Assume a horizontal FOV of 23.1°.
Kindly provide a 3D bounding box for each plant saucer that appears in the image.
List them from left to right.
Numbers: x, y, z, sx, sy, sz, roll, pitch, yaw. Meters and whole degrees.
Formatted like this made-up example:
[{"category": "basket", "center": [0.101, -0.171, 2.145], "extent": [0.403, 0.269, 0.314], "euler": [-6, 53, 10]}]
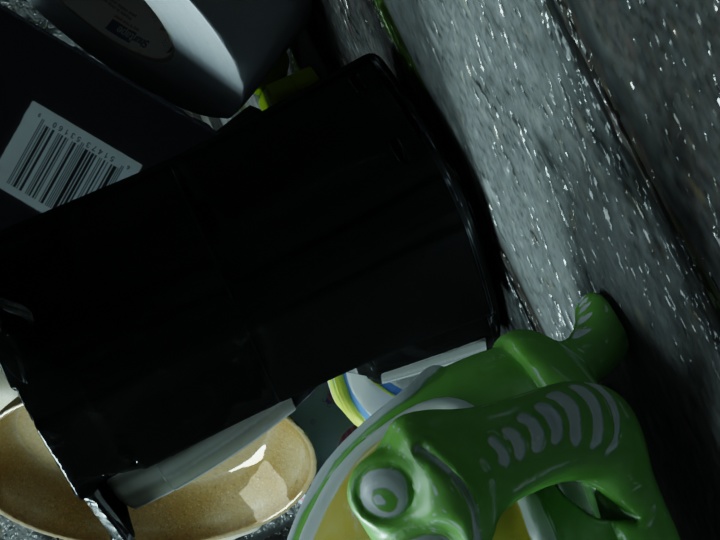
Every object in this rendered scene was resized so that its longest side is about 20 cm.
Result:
[{"category": "plant saucer", "center": [-0.124, 0.100, 1.010], "extent": [0.201, 0.198, 0.036], "euler": [74, -170, -55]}]

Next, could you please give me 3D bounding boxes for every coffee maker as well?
[{"category": "coffee maker", "center": [-0.051, 0.003, 0.737], "extent": [0.136, 0.198, 0.192], "euler": [62, 176, 20]}]

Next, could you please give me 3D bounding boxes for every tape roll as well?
[{"category": "tape roll", "center": [-0.124, -0.172, 0.946], "extent": [0.199, 0.066, 0.201], "euler": [34, 165, 10]}]

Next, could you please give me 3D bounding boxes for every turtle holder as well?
[{"category": "turtle holder", "center": [0.046, 0.097, 0.549], "extent": [0.185, 0.131, 0.142], "euler": [-177, 64, -84]}]

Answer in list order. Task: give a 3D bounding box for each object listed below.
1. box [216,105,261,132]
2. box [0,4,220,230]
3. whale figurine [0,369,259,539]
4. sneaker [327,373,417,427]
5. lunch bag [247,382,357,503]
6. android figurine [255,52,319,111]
[{"category": "box", "center": [-0.108, -0.005, 1.246], "extent": [0.193, 0.047, 0.202], "euler": [-71, 0, -75]}, {"category": "box", "center": [-0.153, -0.051, 1.014], "extent": [0.199, 0.124, 0.198], "euler": [30, -179, -2]}, {"category": "whale figurine", "center": [-0.150, 0.106, 1.131], "extent": [0.199, 0.159, 0.104], "euler": [33, -134, -11]}, {"category": "sneaker", "center": [0.000, 0.000, 0.898], "extent": [0.201, 0.075, 0.106], "euler": [-118, 7, -49]}, {"category": "lunch bag", "center": [-0.008, 0.100, 1.143], "extent": [0.200, 0.127, 0.170], "euler": [40, 174, 2]}, {"category": "android figurine", "center": [-0.027, -0.061, 1.112], "extent": [0.200, 0.041, 0.184], "euler": [-150, 37, -84]}]
